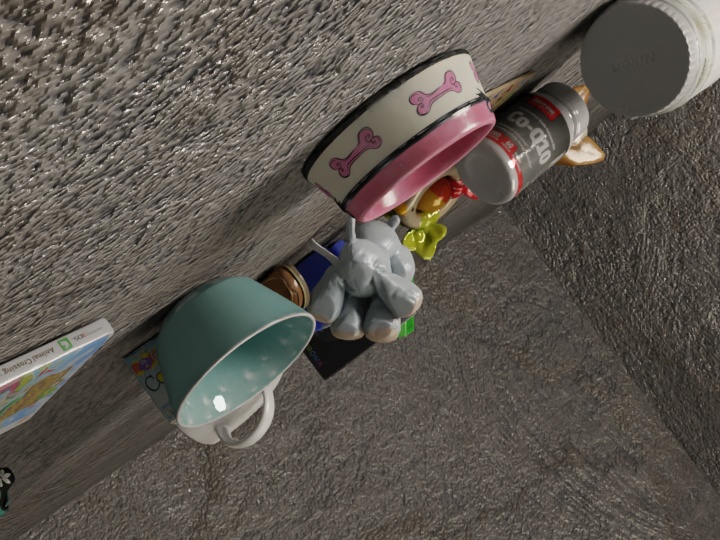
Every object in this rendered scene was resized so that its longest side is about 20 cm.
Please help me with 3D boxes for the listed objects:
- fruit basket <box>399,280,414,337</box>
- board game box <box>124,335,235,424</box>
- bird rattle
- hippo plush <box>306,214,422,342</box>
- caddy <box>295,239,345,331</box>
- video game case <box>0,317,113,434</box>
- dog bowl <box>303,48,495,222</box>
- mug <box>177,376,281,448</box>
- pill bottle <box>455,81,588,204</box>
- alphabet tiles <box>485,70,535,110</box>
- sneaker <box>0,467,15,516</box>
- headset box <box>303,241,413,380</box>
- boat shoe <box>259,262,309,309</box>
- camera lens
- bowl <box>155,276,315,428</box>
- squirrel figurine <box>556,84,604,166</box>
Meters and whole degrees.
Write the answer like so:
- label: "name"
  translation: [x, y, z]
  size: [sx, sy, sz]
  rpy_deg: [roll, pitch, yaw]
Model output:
- label: "fruit basket"
  translation: [0.006, 0.054, 1.930]
  size: [0.215, 0.216, 0.155]
  rpy_deg: [-37, 175, 13]
- label: "board game box"
  translation: [-0.241, 0.142, 1.260]
  size: [0.105, 0.103, 0.200]
  rpy_deg: [-35, 176, -12]
- label: "bird rattle"
  translation: [0.126, -0.117, 1.449]
  size: [0.200, 0.113, 0.163]
  rpy_deg: [-39, 157, 10]
- label: "hippo plush"
  translation: [0.000, 0.000, 1.374]
  size: [0.159, 0.200, 0.161]
  rpy_deg: [-33, -164, 22]
- label: "caddy"
  translation: [-0.070, 0.041, 1.498]
  size: [0.200, 0.105, 0.141]
  rpy_deg: [-39, 176, 26]
- label: "video game case"
  translation: [-0.345, 0.129, 0.860]
  size: [0.200, 0.022, 0.182]
  rpy_deg: [-40, 175, 36]
- label: "dog bowl"
  translation: [0.045, -0.123, 0.899]
  size: [0.200, 0.074, 0.200]
  rpy_deg: [-36, 176, -3]
- label: "mug"
  translation: [-0.201, 0.186, 1.452]
  size: [0.175, 0.200, 0.148]
  rpy_deg: [-40, 144, 16]
- label: "pill bottle"
  translation: [0.246, -0.196, 1.380]
  size: [0.200, 0.114, 0.114]
  rpy_deg: [-39, 177, -27]
- label: "alphabet tiles"
  translation: [0.134, -0.196, 1.245]
  size: [0.200, 0.008, 0.167]
  rpy_deg: [-33, 174, -44]
- label: "sneaker"
  translation: [-0.518, 0.325, 1.246]
  size: [0.080, 0.071, 0.200]
  rpy_deg: [-26, 168, -43]
- label: "headset box"
  translation: [-0.026, 0.063, 1.623]
  size: [0.200, 0.174, 0.093]
  rpy_deg: [-37, 176, 25]
- label: "boat shoe"
  translation: [-0.132, 0.050, 1.343]
  size: [0.068, 0.072, 0.200]
  rpy_deg: [-34, 174, -26]
- label: "camera lens"
  translation: [0.399, -0.297, 1.227]
  size: [0.200, 0.160, 0.160]
  rpy_deg: [-31, 173, -48]
- label: "bowl"
  translation: [-0.163, 0.084, 1.094]
  size: [0.201, 0.105, 0.201]
  rpy_deg: [-37, 162, -15]
- label: "squirrel figurine"
  translation: [0.328, -0.236, 1.719]
  size: [0.200, 0.142, 0.187]
  rpy_deg: [-21, -178, -15]
